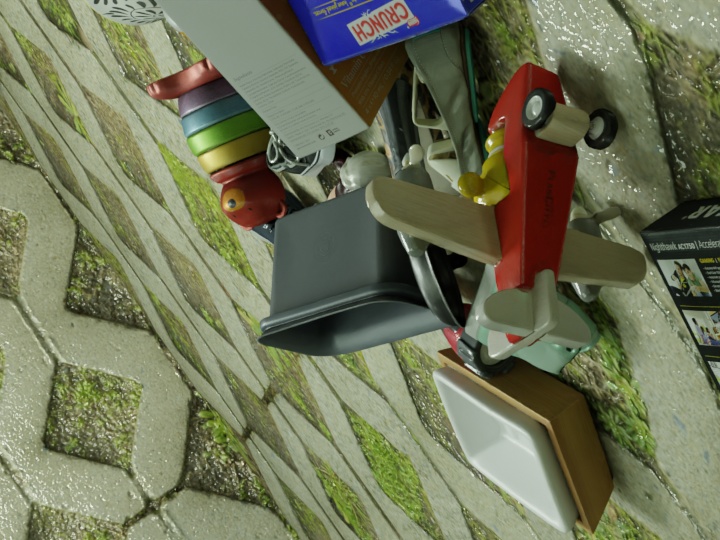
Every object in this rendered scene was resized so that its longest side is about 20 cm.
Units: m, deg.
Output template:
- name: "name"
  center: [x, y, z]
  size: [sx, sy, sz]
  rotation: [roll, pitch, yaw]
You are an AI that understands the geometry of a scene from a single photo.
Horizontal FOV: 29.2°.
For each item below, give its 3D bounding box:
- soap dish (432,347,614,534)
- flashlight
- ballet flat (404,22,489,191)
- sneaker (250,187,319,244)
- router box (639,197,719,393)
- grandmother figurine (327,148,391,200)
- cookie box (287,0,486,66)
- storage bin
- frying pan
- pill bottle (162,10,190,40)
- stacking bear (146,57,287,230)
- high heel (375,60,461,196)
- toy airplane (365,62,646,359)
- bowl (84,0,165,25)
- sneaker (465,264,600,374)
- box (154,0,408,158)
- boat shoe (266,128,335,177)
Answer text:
- name: "soap dish"
  center: [0.172, 0.168, 1.442]
  size: [0.200, 0.081, 0.158]
  rotation: [30, 149, 54]
- name: "flashlight"
  center: [0.094, 0.045, 1.471]
  size: [0.200, 0.067, 0.068]
  rotation: [37, 140, 55]
- name: "ballet flat"
  center: [0.080, -0.122, 1.189]
  size: [0.068, 0.063, 0.201]
  rotation: [-89, -15, -53]
- name: "sneaker"
  center: [-0.089, -0.065, 1.708]
  size: [0.202, 0.077, 0.146]
  rotation: [41, 170, 14]
- name: "router box"
  center: [0.287, 0.023, 0.926]
  size: [0.150, 0.051, 0.200]
  rotation: [61, 162, -9]
- name: "grandmother figurine"
  center: [-0.008, -0.082, 1.525]
  size: [0.122, 0.060, 0.200]
  rotation: [61, 161, 7]
- name: "cookie box"
  center: [-0.004, -0.275, 1.048]
  size: [0.170, 0.075, 0.201]
  rotation: [-9, 117, 47]
- name: "storage bin"
  center: [0.000, 0.000, 1.422]
  size: [0.199, 0.145, 0.136]
  rotation: [-17, 68, 39]
- name: "frying pan"
  center: [0.072, -0.016, 1.316]
  size: [0.190, 0.031, 0.116]
  rotation: [-86, -27, -64]
- name: "pill bottle"
  center: [-0.115, -0.251, 1.291]
  size: [0.199, 0.113, 0.113]
  rotation: [35, 177, -36]
- name: "stacking bear"
  center: [-0.151, -0.148, 1.636]
  size: [0.121, 0.114, 0.202]
  rotation: [-19, 94, 28]
- name: "high heel"
  center: [0.055, -0.124, 1.324]
  size: [0.200, 0.071, 0.144]
  rotation: [55, -157, -66]
- name: "toy airplane"
  center: [0.115, -0.030, 1.051]
  size: [0.141, 0.199, 0.201]
  rotation: [-6, 119, 59]
- name: "bowl"
  center: [-0.185, -0.331, 1.350]
  size: [0.094, 0.201, 0.202]
  rotation: [23, 146, 38]
- name: "sneaker"
  center: [0.169, 0.008, 1.215]
  size: [0.117, 0.074, 0.201]
  rotation: [27, 140, 14]
- name: "box"
  center: [-0.062, -0.217, 1.170]
  size: [0.097, 0.125, 0.200]
  rotation: [-17, 125, 45]
- name: "boat shoe"
  center: [-0.069, -0.149, 1.515]
  size: [0.199, 0.067, 0.074]
  rotation: [155, 115, -77]
